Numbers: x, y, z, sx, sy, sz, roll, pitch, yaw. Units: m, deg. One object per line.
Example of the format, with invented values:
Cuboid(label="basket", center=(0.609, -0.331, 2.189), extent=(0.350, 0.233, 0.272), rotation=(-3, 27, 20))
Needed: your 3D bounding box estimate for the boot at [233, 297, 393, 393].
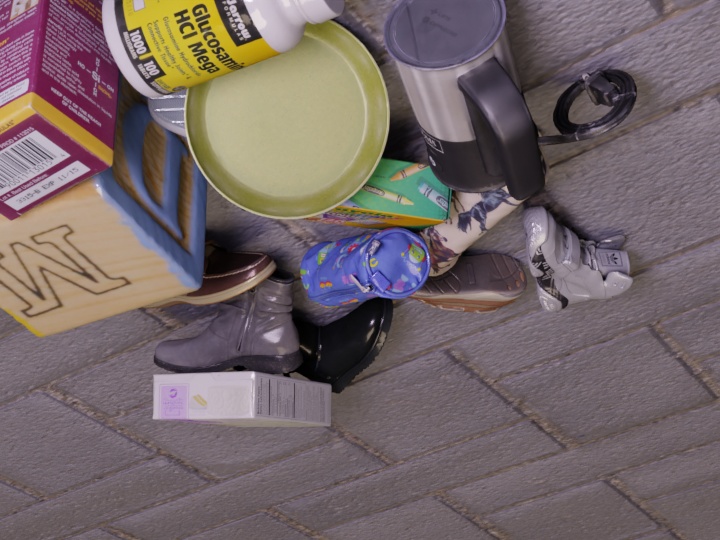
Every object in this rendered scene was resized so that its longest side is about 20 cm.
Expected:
Cuboid(label="boot", center=(-0.067, 0.082, 1.662), extent=(0.162, 0.074, 0.198), rotation=(19, 138, -18))

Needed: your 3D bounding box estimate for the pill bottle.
Cuboid(label="pill bottle", center=(-0.121, -0.237, 1.167), extent=(0.199, 0.113, 0.112), rotation=(-17, 142, 19))

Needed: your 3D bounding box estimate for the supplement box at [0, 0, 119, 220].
Cuboid(label="supplement box", center=(-0.298, -0.168, 1.177), extent=(0.130, 0.201, 0.103), rotation=(-23, 140, 27))

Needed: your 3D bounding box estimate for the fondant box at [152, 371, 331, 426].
Cuboid(label="fondant box", center=(-0.143, 0.162, 1.613), extent=(0.144, 0.059, 0.200), rotation=(-4, 168, 26))

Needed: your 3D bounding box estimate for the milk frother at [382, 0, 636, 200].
Cuboid(label="milk frother", center=(0.150, -0.190, 1.255), extent=(0.200, 0.180, 0.188), rotation=(-45, 145, -14))

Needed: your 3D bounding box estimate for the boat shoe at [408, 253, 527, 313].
Cuboid(label="boat shoe", center=(0.100, 0.019, 1.576), extent=(0.199, 0.076, 0.072), rotation=(8, 146, -12))

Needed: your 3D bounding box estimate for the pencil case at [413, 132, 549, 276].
Cuboid(label="pencil case", center=(0.126, -0.078, 1.438), extent=(0.078, 0.090, 0.200), rotation=(39, 133, -7))

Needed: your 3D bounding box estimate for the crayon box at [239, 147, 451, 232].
Cuboid(label="crayon box", center=(-0.017, -0.085, 1.375), extent=(0.199, 0.059, 0.119), rotation=(7, 173, -18))

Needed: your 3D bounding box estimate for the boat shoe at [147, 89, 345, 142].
Cuboid(label="boat shoe", center=(-0.114, -0.153, 1.318), extent=(0.199, 0.074, 0.067), rotation=(6, 164, -3))

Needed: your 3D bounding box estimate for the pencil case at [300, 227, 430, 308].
Cuboid(label="pencil case", center=(0.000, 0.000, 1.466), extent=(0.078, 0.087, 0.200), rotation=(54, 156, -12))

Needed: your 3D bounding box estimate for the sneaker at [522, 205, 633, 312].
Cuboid(label="sneaker", center=(0.256, -0.021, 1.529), extent=(0.114, 0.075, 0.200), rotation=(-11, 149, 10))

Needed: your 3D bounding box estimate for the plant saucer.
Cuboid(label="plant saucer", center=(-0.072, -0.151, 1.267), extent=(0.199, 0.201, 0.031), rotation=(4, -174, -8))

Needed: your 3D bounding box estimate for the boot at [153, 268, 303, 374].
Cuboid(label="boot", center=(-0.166, 0.056, 1.596), extent=(0.199, 0.070, 0.132), rotation=(-3, 108, 14))

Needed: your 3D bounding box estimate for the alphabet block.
Cuboid(label="alphabet block", center=(-0.288, -0.075, 1.319), extent=(0.199, 0.196, 0.197), rotation=(-17, 140, 18))

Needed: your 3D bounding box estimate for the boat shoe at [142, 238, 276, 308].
Cuboid(label="boat shoe", center=(-0.193, -0.005, 1.520), extent=(0.199, 0.072, 0.072), rotation=(-7, 115, 31))
